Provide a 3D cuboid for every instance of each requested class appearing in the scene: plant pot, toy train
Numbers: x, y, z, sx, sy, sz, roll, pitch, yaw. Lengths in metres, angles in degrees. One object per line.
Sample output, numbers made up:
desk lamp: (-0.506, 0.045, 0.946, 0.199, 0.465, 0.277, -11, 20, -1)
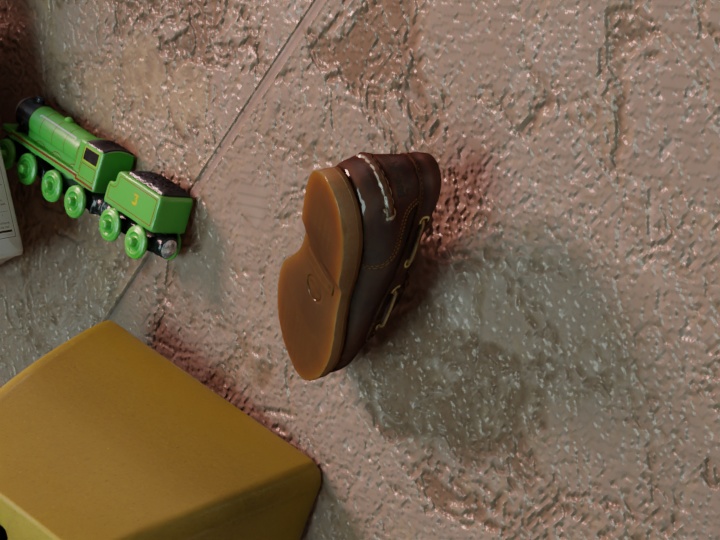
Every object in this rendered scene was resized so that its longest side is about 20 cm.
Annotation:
plant pot: (-0.176, 0.177, 1.217, 0.200, 0.176, 0.201, 32, 116, 26)
toy train: (-0.184, -0.065, 1.315, 0.200, 0.042, 0.057, 32, 112, 40)

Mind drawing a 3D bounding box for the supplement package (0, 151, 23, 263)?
supplement package: (-0.351, -0.083, 1.384, 0.191, 0.147, 0.201, -15, 88, 66)

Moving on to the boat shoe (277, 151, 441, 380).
boat shoe: (0.000, 0.000, 1.095, 0.071, 0.070, 0.200, 64, 158, 20)
